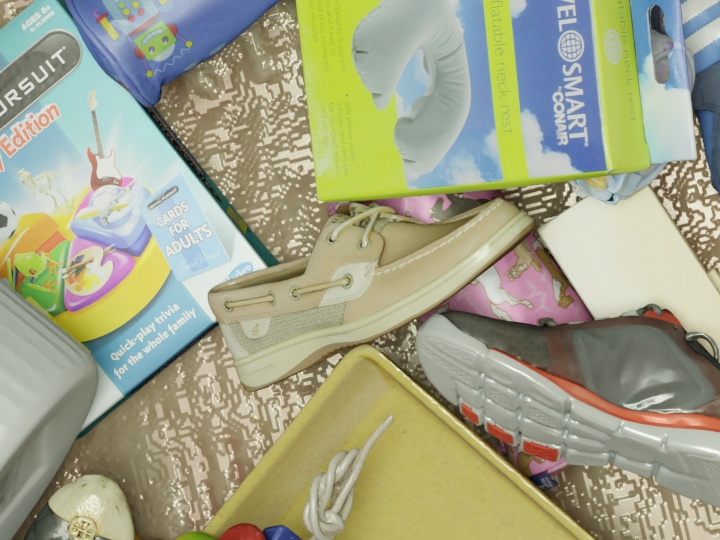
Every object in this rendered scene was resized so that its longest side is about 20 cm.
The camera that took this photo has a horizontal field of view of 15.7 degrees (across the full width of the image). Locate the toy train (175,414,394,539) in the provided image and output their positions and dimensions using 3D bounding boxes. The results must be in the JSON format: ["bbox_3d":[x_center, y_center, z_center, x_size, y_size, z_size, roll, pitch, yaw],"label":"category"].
[{"bbox_3d":[-0.060,0.157,1.366,0.085,0.116,0.200,40,72,-29],"label":"toy train"}]

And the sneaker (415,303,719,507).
[{"bbox_3d":[0.127,0.054,1.334,0.199,0.077,0.082,21,62,1],"label":"sneaker"}]

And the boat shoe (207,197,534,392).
[{"bbox_3d":[0.000,0.000,1.343,0.200,0.072,0.065,-26,94,38],"label":"boat shoe"}]

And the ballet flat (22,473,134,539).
[{"bbox_3d":[-0.171,0.203,1.385,0.066,0.057,0.201,23,93,4],"label":"ballet flat"}]

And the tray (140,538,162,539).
[{"bbox_3d":[-0.206,0.205,1.434,0.199,0.037,0.099,-5,90,7],"label":"tray"}]

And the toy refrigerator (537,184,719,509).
[{"bbox_3d":[0.178,0.042,1.390,0.070,0.076,0.200,-33,88,7],"label":"toy refrigerator"}]

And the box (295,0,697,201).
[{"bbox_3d":[0.063,-0.101,1.292,0.199,0.048,0.122,-5,93,36],"label":"box"}]

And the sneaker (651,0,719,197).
[{"bbox_3d":[0.154,-0.139,1.391,0.146,0.081,0.201,5,97,16],"label":"sneaker"}]

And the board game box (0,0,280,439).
[{"bbox_3d":[-0.163,-0.030,1.442,0.151,0.047,0.200,-39,88,7],"label":"board game box"}]

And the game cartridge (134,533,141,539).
[{"bbox_3d":[-0.155,0.263,1.464,0.200,0.032,0.176,-42,87,4],"label":"game cartridge"}]

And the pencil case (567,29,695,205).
[{"bbox_3d":[0.076,-0.110,1.361,0.200,0.083,0.091,28,112,28],"label":"pencil case"}]

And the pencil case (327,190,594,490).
[{"bbox_3d":[0.067,0.019,1.400,0.086,0.083,0.200,-34,88,-8],"label":"pencil case"}]

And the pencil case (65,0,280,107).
[{"bbox_3d":[-0.063,-0.174,1.400,0.200,0.087,0.078,-37,112,0],"label":"pencil case"}]

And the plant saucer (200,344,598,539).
[{"bbox_3d":[0.029,0.159,1.402,0.200,0.048,0.200,41,120,3],"label":"plant saucer"}]

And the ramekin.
[{"bbox_3d":[-0.221,0.095,1.345,0.098,0.200,0.201,34,96,5],"label":"ramekin"}]
